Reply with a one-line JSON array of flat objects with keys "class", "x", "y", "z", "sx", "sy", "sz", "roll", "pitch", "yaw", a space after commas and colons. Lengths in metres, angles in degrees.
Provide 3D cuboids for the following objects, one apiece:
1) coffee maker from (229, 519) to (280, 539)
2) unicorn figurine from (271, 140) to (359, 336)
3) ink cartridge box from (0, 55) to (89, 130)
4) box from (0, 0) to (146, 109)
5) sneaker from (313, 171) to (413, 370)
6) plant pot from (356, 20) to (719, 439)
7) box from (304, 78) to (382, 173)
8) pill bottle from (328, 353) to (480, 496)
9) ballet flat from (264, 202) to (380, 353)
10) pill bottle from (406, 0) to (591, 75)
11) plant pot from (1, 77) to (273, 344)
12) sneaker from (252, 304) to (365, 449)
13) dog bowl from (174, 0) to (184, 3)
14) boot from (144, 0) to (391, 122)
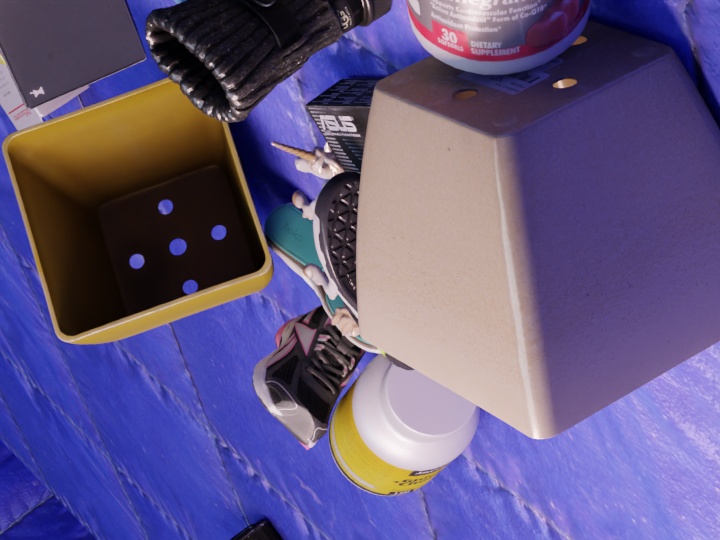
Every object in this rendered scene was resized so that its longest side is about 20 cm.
[{"class": "coffee maker", "x": -0.107, "y": 0.427, "z": 2.782, "sx": 0.200, "sy": 0.135, "sz": 0.192, "roll": 52, "pitch": 138, "yaw": 0}, {"class": "unicorn figurine", "x": -0.016, "y": -0.039, "z": 1.767, "sx": 0.200, "sy": 0.074, "sz": 0.137, "roll": 61, "pitch": 165, "yaw": -14}, {"class": "ink cartridge box", "x": -0.359, "y": -0.220, "z": 2.289, "sx": 0.200, "sy": 0.067, "sz": 0.117, "roll": 58, "pitch": 160, "yaw": -9}, {"class": "box", "x": -0.289, "y": -0.284, "z": 1.854, "sx": 0.198, "sy": 0.123, "sz": 0.200, "roll": -118, "pitch": 7, "yaw": -45}, {"class": "sneaker", "x": 0.000, "y": 0.000, "z": 1.680, "sx": 0.083, "sy": 0.072, "sz": 0.200, "roll": 37, "pitch": 157, "yaw": 49}, {"class": "plant pot", "x": 0.113, "y": -0.047, "z": 1.306, "sx": 0.200, "sy": 0.200, "sz": 0.177, "roll": 29, "pitch": 138, "yaw": 52}, {"class": "box", "x": 0.059, "y": -0.055, "z": 1.618, "sx": 0.193, "sy": 0.048, "sz": 0.200, "roll": 57, "pitch": 162, "yaw": -19}, {"class": "pill bottle", "x": 0.041, "y": 0.127, "z": 1.878, "sx": 0.112, "sy": 0.112, "sz": 0.200, "roll": 51, "pitch": 162, "yaw": 6}, {"class": "ballet flat", "x": -0.011, "y": 0.010, "z": 1.893, "sx": 0.200, "sy": 0.069, "sz": 0.069, "roll": 44, "pitch": 160, "yaw": 37}, {"class": "pill bottle", "x": 0.073, "y": -0.213, "z": 1.204, "sx": 0.111, "sy": 0.111, "sz": 0.200, "roll": 42, "pitch": 158, "yaw": 31}, {"class": "plant pot", "x": -0.186, "y": -0.040, "z": 1.962, "sx": 0.176, "sy": 0.200, "sz": 0.200, "roll": 60, "pitch": -169, "yaw": -75}, {"class": "sneaker", "x": -0.036, "y": 0.075, "z": 1.905, "sx": 0.080, "sy": 0.086, "sz": 0.200, "roll": 43, "pitch": -158, "yaw": -19}, {"class": "dog bowl", "x": -0.158, "y": -0.284, "z": 1.725, "sx": 0.200, "sy": 0.050, "sz": 0.111, "roll": 49, "pitch": 161, "yaw": 10}, {"class": "boot", "x": -0.097, "y": -0.201, "z": 1.555, "sx": 0.211, "sy": 0.158, "sz": 0.079, "roll": 35, "pitch": 154, "yaw": 43}]
